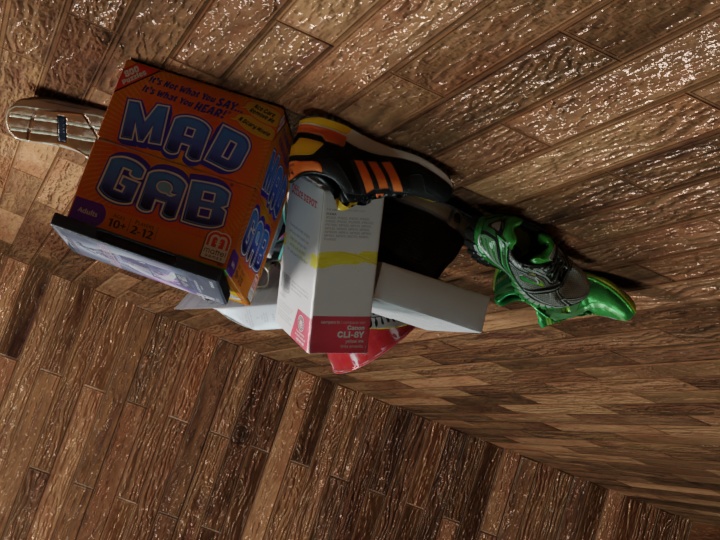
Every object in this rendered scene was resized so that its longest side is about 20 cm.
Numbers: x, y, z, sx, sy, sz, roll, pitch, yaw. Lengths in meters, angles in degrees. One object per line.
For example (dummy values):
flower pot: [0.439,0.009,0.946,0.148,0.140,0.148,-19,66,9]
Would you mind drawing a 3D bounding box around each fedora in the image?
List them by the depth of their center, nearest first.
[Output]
fedora: [0.064,-0.041,1.712,0.198,0.093,0.201,19,169,4]

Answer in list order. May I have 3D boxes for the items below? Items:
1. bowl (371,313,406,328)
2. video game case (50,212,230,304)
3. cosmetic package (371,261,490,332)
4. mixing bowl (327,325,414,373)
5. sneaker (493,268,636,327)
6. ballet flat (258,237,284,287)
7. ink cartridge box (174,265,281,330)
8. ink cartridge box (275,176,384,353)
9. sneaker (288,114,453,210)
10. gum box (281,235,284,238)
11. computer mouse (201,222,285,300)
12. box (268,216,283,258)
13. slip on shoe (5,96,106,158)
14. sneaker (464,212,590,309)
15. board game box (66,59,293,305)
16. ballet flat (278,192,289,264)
bowl: [0.000,0.000,1.931,0.198,0.095,0.201,9,-160,-3]
video game case: [-0.248,-0.012,1.541,0.197,0.019,0.143,18,169,2]
cosmetic package: [0.059,0.035,1.716,0.149,0.052,0.200,16,174,-17]
mixing bowl: [0.007,0.056,2.100,0.109,0.200,0.200,54,158,-13]
sneaker: [0.270,0.041,1.782,0.198,0.085,0.074,14,167,22]
ballet flat: [-0.133,-0.013,2.003,0.197,0.074,0.073,-14,170,-5]
ink cartridge box: [-0.160,0.039,2.040,0.197,0.058,0.163,-8,-159,21]
ink cartridge box: [-0.039,-0.015,1.634,0.082,0.203,0.145,2,-167,-19]
sneaker: [0.008,-0.102,1.531,0.198,0.091,0.070,23,168,-15]
gum box: [-0.079,0.000,2.201,0.112,0.067,0.200,14,167,27]
computer mouse: [-0.155,-0.038,1.849,0.058,0.201,0.034,28,159,27]
box: [-0.200,-0.105,1.805,0.197,0.114,0.101,16,168,10]
slip on shoe: [-0.382,-0.194,1.831,0.197,0.077,0.061,10,-152,4]
sneaker: [0.219,-0.007,1.659,0.199,0.079,0.085,28,165,-35]
board game box: [-0.205,-0.099,1.612,0.197,0.202,0.200,17,168,6]
ballet flat: [-0.070,-0.060,1.813,0.070,0.070,0.201,23,147,9]
